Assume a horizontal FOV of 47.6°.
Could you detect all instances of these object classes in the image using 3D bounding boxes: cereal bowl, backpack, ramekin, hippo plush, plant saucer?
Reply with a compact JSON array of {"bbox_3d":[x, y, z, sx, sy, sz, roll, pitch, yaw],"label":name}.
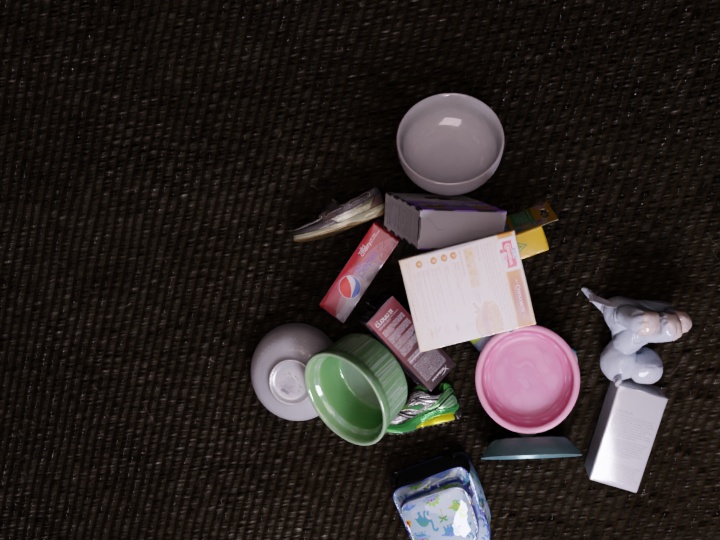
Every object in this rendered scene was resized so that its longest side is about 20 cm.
[{"bbox_3d":[0.164,-0.223,1.514,0.194,0.084,0.205,-1,65,3],"label":"cereal bowl"},{"bbox_3d":[0.171,0.499,1.656,0.179,0.147,0.204,-23,101,12],"label":"backpack"},{"bbox_3d":[-0.004,0.220,1.560,0.197,0.097,0.204,23,130,31],"label":"ramekin"},{"bbox_3d":[0.513,0.141,1.542,0.194,0.159,0.165,9,102,4],"label":"hippo plush"},{"bbox_3d":[-0.133,0.215,1.665,0.194,0.083,0.206,1,101,5],"label":"cereal bowl"},{"bbox_3d":[0.318,0.205,1.562,0.195,0.051,0.207,-1,87,13],"label":"plant saucer"},{"bbox_3d":[0.332,0.347,1.597,0.194,0.200,0.037,-3,75,6],"label":"plant saucer"}]

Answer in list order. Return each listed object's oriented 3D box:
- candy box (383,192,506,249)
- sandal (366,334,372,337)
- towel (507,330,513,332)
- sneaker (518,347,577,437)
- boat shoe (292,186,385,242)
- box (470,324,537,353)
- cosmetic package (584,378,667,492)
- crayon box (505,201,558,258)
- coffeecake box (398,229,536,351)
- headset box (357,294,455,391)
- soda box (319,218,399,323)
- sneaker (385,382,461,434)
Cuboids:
[{"bbox_3d":[0.148,-0.092,1.491,0.163,0.200,0.074,0,103,-17],"label":"candy box"},{"bbox_3d":[0.028,0.235,1.663,0.077,0.059,0.213,-5,101,7],"label":"sandal"},{"bbox_3d":[0.198,0.065,1.493,0.161,0.200,0.088,-1,103,8],"label":"towel"},{"bbox_3d":[0.371,0.243,1.617,0.075,0.081,0.203,28,102,1],"label":"sneaker"},{"bbox_3d":[-0.045,-0.109,1.603,0.195,0.073,0.066,-18,88,6],"label":"boat shoe"},{"bbox_3d":[0.269,0.107,1.617,0.122,0.048,0.201,-42,94,12],"label":"box"},{"bbox_3d":[0.523,0.322,1.621,0.099,0.071,0.205,15,102,3],"label":"cosmetic package"},{"bbox_3d":[0.276,-0.058,1.542,0.196,0.126,0.053,-21,107,10],"label":"crayon box"},{"bbox_3d":[0.177,0.033,1.354,0.195,0.073,0.158,-14,91,9],"label":"coffeecake box"},{"bbox_3d":[0.079,0.130,1.585,0.075,0.149,0.200,-44,95,-6],"label":"headset box"},{"bbox_3d":[0.000,0.000,1.614,0.063,0.070,0.202,34,103,1],"label":"soda box"},{"bbox_3d":[0.102,0.278,1.656,0.195,0.078,0.088,-13,90,-10],"label":"sneaker"}]
